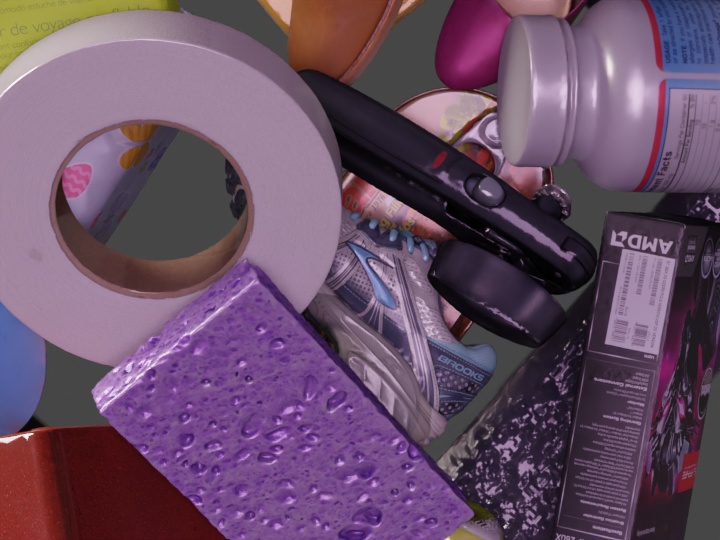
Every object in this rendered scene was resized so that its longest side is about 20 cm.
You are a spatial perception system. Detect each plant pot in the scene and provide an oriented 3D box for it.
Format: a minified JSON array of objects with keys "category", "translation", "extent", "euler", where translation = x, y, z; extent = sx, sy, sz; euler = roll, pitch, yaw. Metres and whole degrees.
[{"category":"plant pot","translation":[-0.168,0.178,1.526],"extent":[0.199,0.200,0.177],"euler":[-11,82,31]}]

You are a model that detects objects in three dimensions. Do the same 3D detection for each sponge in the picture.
[{"category":"sponge","translation":[-0.040,0.097,1.505],"extent":[0.111,0.030,0.200],"euler":[-39,119,6]}]

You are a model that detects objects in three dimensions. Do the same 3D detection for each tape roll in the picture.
[{"category":"tape roll","translation":[-0.109,-0.039,1.470],"extent":[0.202,0.037,0.204],"euler":[0,121,1]}]

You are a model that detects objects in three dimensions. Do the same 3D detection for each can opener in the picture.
[{"category":"can opener","translation":[0.041,-0.045,1.520],"extent":[0.200,0.063,0.079],"euler":[39,57,7]}]

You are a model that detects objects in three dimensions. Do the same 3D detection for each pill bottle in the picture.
[{"category":"pill bottle","translation":[0.180,-0.096,1.544],"extent":[0.199,0.109,0.109],"euler":[1,94,-10]}]

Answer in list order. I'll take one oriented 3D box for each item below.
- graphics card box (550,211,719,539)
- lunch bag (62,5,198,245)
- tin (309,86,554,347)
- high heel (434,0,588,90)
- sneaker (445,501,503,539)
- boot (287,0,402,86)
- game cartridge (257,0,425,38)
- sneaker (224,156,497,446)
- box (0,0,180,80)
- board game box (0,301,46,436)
[{"category":"graphics card box","translation":[0.157,0.068,1.563],"extent":[0.051,0.125,0.201],"euler":[10,93,21]},{"category":"lunch bag","translation":[-0.201,-0.114,1.564],"extent":[0.200,0.127,0.170],"euler":[34,91,5]},{"category":"tin","translation":[0.027,-0.014,1.607],"extent":[0.112,0.042,0.200],"euler":[38,94,-5]},{"category":"high heel","translation":[0.114,-0.181,1.553],"extent":[0.067,0.096,0.200],"euler":[40,86,1]},{"category":"sneaker","translation":[-0.021,0.174,1.602],"extent":[0.199,0.076,0.106],"euler":[9,98,3]},{"category":"boot","translation":[-0.045,-0.191,1.500],"extent":[0.155,0.077,0.201],"euler":[1,119,-37]},{"category":"game cartridge","translation":[-0.016,-0.239,1.599],"extent":[0.176,0.032,0.200],"euler":[-39,90,4]},{"category":"sneaker","translation":[0.000,0.000,1.564],"extent":[0.086,0.078,0.200],"euler":[-36,99,-8]},{"category":"box","translation":[-0.166,-0.186,1.437],"extent":[0.121,0.048,0.201],"euler":[-8,116,5]},{"category":"board game box","translation":[-0.254,0.011,1.574],"extent":[0.200,0.039,0.158],"euler":[42,133,-3]}]
